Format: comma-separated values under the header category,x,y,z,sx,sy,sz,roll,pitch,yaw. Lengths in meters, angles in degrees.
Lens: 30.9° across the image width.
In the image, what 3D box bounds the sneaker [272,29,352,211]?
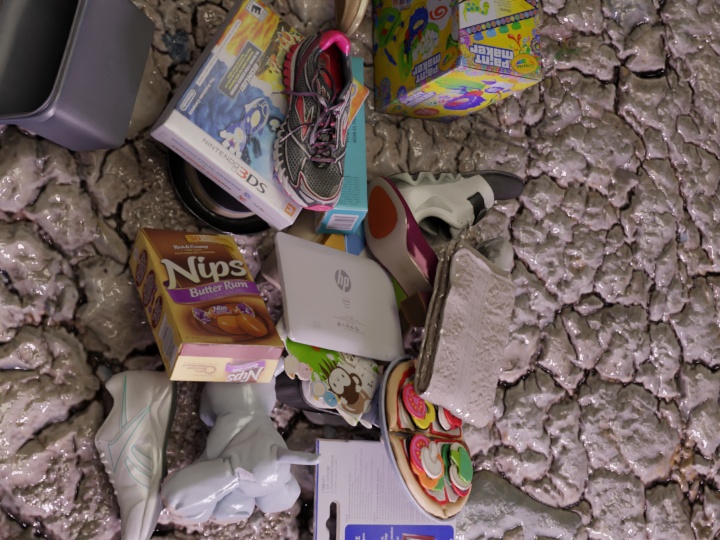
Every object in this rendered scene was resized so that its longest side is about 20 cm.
category,x,y,z,sx,sy,sz,roll,pitch,yaw
sneaker,-0.047,-0.164,1.414,0.080,0.075,0.201,3,80,-30

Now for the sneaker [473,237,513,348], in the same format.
category,x,y,z,sx,sy,sz,roll,pitch,yaw
sneaker,0.156,0.056,1.658,0.099,0.078,0.200,34,71,-31

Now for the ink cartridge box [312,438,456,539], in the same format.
category,x,y,z,sx,sy,sz,roll,pitch,yaw
ink cartridge box,0.023,0.301,1.546,0.199,0.047,0.198,7,79,-27

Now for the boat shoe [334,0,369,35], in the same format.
category,x,y,z,sx,sy,sz,roll,pitch,yaw
boat shoe,-0.025,-0.390,1.636,0.064,0.071,0.201,8,69,-22

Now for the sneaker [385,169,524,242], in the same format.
category,x,y,z,sx,sy,sz,roll,pitch,yaw
sneaker,0.124,-0.079,1.654,0.199,0.074,0.089,-5,80,-27

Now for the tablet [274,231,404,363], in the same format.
category,x,y,z,sx,sy,sz,roll,pitch,yaw
tablet,-0.021,0.033,1.496,0.200,0.014,0.130,17,57,-48

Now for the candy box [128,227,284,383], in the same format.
category,x,y,z,sx,sy,sz,roll,pitch,yaw
candy box,-0.171,0.035,1.410,0.116,0.057,0.200,4,34,-29

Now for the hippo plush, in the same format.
category,x,y,z,sx,sy,sz,roll,pitch,yaw
hippo plush,-0.147,0.174,1.408,0.159,0.200,0.161,-8,66,-14

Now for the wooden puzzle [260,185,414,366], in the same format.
category,x,y,z,sx,sy,sz,roll,pitch,yaw
wooden puzzle,0.000,0.000,1.592,0.200,0.037,0.185,44,63,-16

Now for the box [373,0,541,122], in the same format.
category,x,y,z,sx,sy,sz,roll,pitch,yaw
box,0.114,-0.307,1.619,0.122,0.200,0.193,5,79,-29

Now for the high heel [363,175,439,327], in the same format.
category,x,y,z,sx,sy,sz,roll,pitch,yaw
high heel,0.065,-0.019,1.586,0.096,0.067,0.201,2,69,-55

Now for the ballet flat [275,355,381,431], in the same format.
category,x,y,z,sx,sy,sz,roll,pitch,yaw
ballet flat,-0.015,0.142,1.538,0.200,0.068,0.068,18,75,-25

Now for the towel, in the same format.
category,x,y,z,sx,sy,sz,roll,pitch,yaw
towel,0.128,0.075,1.543,0.132,0.034,0.201,31,63,-42

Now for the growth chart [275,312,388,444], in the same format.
category,x,y,z,sx,sy,sz,roll,pitch,yaw
growth chart,-0.022,0.110,1.471,0.200,0.018,0.145,43,31,-21

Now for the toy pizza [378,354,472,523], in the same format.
category,x,y,z,sx,sy,sz,roll,pitch,yaw
toy pizza,0.084,0.192,1.514,0.200,0.032,0.201,42,38,-44

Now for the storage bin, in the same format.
category,x,y,z,sx,sy,sz,roll,pitch,yaw
storage bin,-0.316,-0.226,1.410,0.134,0.145,0.201,34,62,-50

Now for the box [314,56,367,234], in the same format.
category,x,y,z,sx,sy,sz,roll,pitch,yaw
box,-0.025,-0.150,1.557,0.049,0.082,0.201,3,70,-12

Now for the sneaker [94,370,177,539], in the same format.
category,x,y,z,sx,sy,sz,roll,pitch,yaw
sneaker,-0.246,0.205,1.405,0.080,0.070,0.201,6,82,-3

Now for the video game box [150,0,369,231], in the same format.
category,x,y,z,sx,sy,sz,roll,pitch,yaw
video game box,-0.108,-0.177,1.450,0.182,0.047,0.200,38,65,-21

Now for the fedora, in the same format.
category,x,y,z,sx,sy,sz,roll,pitch,yaw
fedora,-0.125,-0.144,1.514,0.200,0.092,0.201,6,77,-28
